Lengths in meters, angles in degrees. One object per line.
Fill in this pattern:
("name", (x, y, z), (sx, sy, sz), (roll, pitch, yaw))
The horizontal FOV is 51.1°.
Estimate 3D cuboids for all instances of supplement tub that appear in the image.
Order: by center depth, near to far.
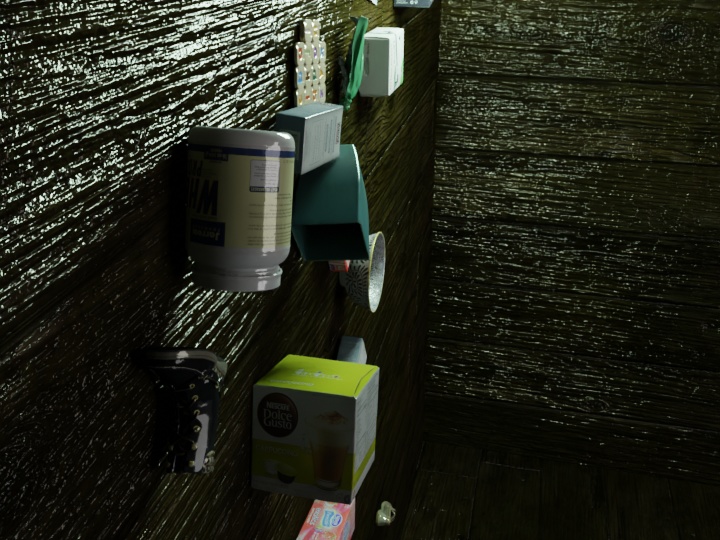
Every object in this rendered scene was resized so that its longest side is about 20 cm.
("supplement tub", (-0.161, -0.084, 1.002), (0.145, 0.141, 0.205), (-32, 127, -75))

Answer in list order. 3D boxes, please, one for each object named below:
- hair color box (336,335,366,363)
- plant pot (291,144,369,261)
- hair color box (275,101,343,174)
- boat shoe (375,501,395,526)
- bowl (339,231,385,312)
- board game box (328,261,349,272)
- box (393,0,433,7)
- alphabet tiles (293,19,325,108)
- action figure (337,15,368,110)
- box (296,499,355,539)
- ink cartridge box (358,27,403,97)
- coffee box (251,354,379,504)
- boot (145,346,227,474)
("hair color box", (-0.035, 0.283, 1.929), (0.100, 0.059, 0.204), (78, 21, -55))
("plant pot", (-0.053, -0.143, 1.518), (0.142, 0.137, 0.204), (73, 18, -60))
("hair color box", (-0.094, -0.249, 1.396), (0.200, 0.059, 0.101), (-43, 142, -65))
("boat shoe", (0.105, 0.945, 2.910), (0.200, 0.063, 0.074), (22, 74, -78))
("bowl", (0.000, 0.000, 1.920), (0.200, 0.092, 0.206), (6, 90, -77))
("board game box", (-0.042, -0.124, 1.775), (0.153, 0.045, 0.204), (77, 22, -56))
("box", (0.170, -0.916, 2.260), (0.198, 0.114, 0.204), (-66, 157, -55))
("alphabet tiles", (-0.099, -0.381, 1.465), (0.196, 0.014, 0.205), (-54, 148, -68))
("action figure", (-0.020, -0.465, 1.709), (0.118, 0.053, 0.205), (-30, 132, -77))
("box", (-0.081, 0.635, 1.806), (0.200, 0.100, 0.097), (-53, 147, -66))
("ink cartridge box", (0.056, -0.544, 1.961), (0.201, 0.082, 0.150), (-62, 154, -63))
("coffee box", (-0.081, 0.289, 1.417), (0.200, 0.195, 0.203), (-33, 127, -74))
("boot", (-0.225, 0.182, 0.971), (0.204, 0.071, 0.158), (63, 29, -74))
